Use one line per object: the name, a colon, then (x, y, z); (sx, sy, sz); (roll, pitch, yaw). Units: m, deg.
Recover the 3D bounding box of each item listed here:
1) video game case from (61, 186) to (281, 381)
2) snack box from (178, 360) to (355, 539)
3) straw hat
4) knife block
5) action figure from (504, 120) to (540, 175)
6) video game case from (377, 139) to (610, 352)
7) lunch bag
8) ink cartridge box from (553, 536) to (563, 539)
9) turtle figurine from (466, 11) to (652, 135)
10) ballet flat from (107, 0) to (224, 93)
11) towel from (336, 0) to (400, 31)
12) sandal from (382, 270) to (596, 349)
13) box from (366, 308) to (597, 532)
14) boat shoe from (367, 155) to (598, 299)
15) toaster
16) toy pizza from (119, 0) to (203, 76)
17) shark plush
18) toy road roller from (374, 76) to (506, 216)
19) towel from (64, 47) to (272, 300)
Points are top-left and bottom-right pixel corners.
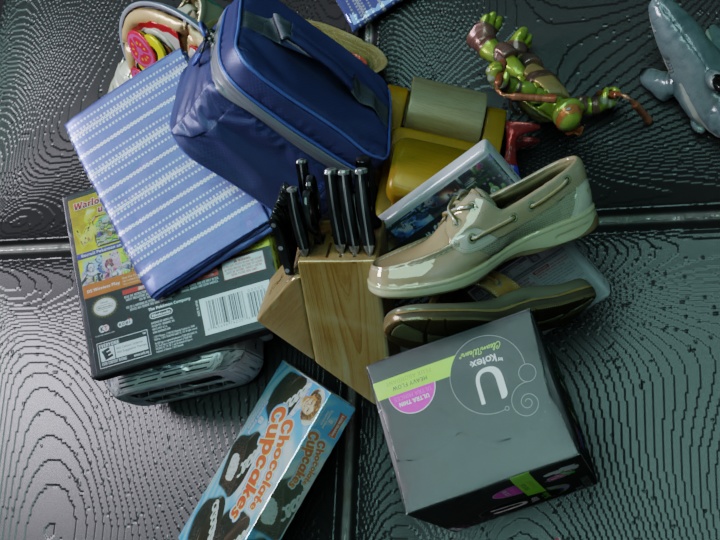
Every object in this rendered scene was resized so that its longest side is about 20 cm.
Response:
video game case: (-0.175, -0.010, 1.012); (0.196, 0.026, 0.184); (-15, 76, 6)
snack box: (-0.091, 0.193, 1.008); (0.202, 0.037, 0.116); (-60, 29, -6)
straw hat: (-0.074, -0.196, 1.119); (0.198, 0.201, 0.087); (22, 122, 21)
knife block: (0.000, 0.000, 0.908); (0.199, 0.064, 0.175); (37, 123, -15)
action figure: (0.148, -0.036, 1.017); (0.051, 0.065, 0.204); (8, 80, 5)
video game case: (0.090, 0.005, 0.950); (0.199, 0.182, 0.024); (-34, 23, 28)
lunch bag: (-0.069, -0.154, 0.953); (0.132, 0.198, 0.137); (-40, 33, 32)
ink cartridge box: (0.129, 0.345, 0.902); (0.198, 0.084, 0.146); (-34, 67, 4)
turtle figurine: (0.178, -0.178, 1.031); (0.162, 0.197, 0.065); (59, 136, 41)
ballet flat: (-0.233, -0.233, 1.195); (0.200, 0.069, 0.069); (-47, 67, 0)
towel: (0.046, -0.370, 1.169); (0.198, 0.024, 0.146); (-31, 69, 8)
sandal: (0.104, 0.025, 0.885); (0.196, 0.080, 0.055); (-10, 69, -22)
box: (0.109, 0.135, 0.907); (0.146, 0.200, 0.126); (-21, 69, 10)
boat shoe: (0.093, -0.035, 0.853); (0.196, 0.072, 0.066); (-20, 109, -5)
toaster: (-0.186, 0.056, 1.070); (0.196, 0.114, 0.132); (-13, 73, 9)
toy pizza: (-0.179, -0.184, 1.095); (0.198, 0.202, 0.032); (29, 61, 23)
shark plush: (0.323, -0.160, 0.991); (0.089, 0.083, 0.203); (-20, 69, 10)
toy road roller: (0.071, -0.097, 1.005); (0.120, 0.146, 0.204); (12, 74, 0)
towel: (-0.179, -0.091, 1.003); (0.143, 0.024, 0.202); (-31, 77, 4)
